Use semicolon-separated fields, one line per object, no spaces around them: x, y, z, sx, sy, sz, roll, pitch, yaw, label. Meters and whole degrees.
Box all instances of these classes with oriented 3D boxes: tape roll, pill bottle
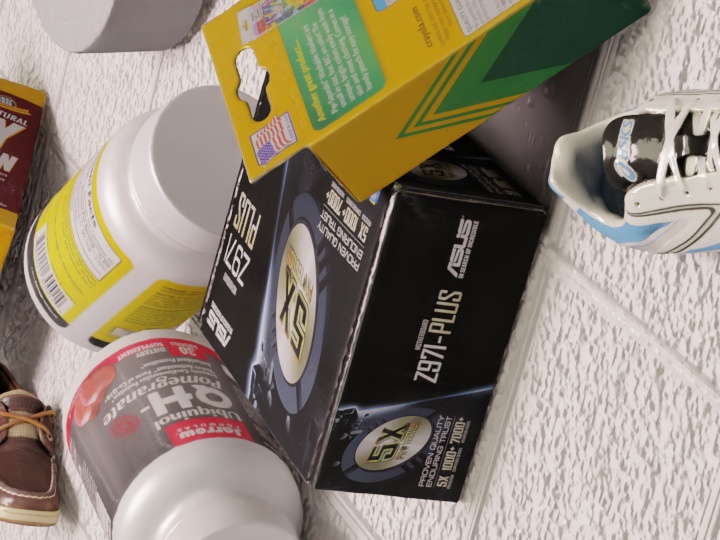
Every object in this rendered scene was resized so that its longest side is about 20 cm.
-0.165;-0.246;1.824;0.200;0.066;0.202;18;110;61;tape roll
-0.097;0.126;1.565;0.200;0.110;0.111;-125;48;-56;pill bottle
-0.120;-0.030;1.660;0.200;0.114;0.115;-36;51;57;pill bottle

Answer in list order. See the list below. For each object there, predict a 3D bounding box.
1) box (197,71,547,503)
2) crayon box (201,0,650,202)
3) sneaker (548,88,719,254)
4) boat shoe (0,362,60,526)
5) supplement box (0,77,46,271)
0.000;0.000;1.420;0.200;0.086;0.165;-130;51;-58;box
0.028;-0.121;1.315;0.199;0.052;0.126;-32;43;13;crayon box
0.146;-0.044;1.131;0.200;0.072;0.072;-14;68;63;sneaker
-0.254;0.119;1.965;0.200;0.072;0.072;-127;48;-65;boat shoe
-0.333;-0.025;2.042;0.200;0.132;0.198;-88;18;-58;supplement box
